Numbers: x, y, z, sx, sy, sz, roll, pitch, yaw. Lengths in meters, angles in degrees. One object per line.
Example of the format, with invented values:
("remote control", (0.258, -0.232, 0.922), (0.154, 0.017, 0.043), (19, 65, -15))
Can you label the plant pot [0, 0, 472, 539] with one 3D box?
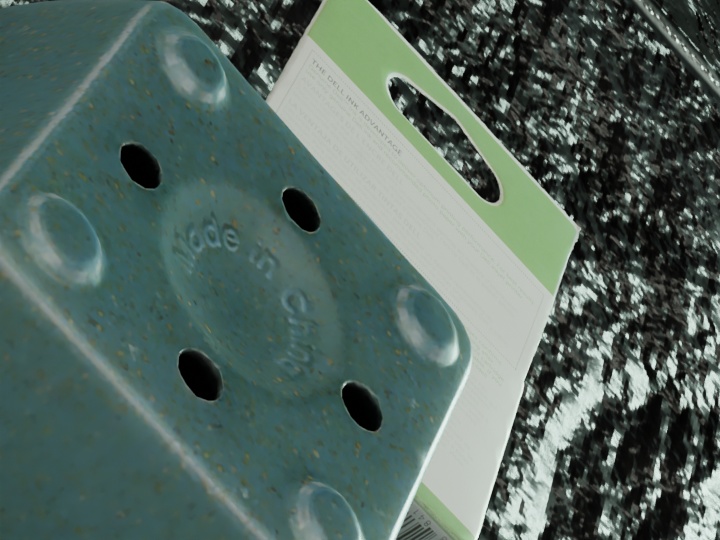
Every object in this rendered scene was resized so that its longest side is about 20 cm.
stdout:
("plant pot", (-0.090, 0.049, 0.605), (0.196, 0.200, 0.197), (47, 32, -12))

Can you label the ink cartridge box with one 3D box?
("ink cartridge box", (0.000, 0.000, 0.915), (0.146, 0.048, 0.200), (46, 32, -15))
